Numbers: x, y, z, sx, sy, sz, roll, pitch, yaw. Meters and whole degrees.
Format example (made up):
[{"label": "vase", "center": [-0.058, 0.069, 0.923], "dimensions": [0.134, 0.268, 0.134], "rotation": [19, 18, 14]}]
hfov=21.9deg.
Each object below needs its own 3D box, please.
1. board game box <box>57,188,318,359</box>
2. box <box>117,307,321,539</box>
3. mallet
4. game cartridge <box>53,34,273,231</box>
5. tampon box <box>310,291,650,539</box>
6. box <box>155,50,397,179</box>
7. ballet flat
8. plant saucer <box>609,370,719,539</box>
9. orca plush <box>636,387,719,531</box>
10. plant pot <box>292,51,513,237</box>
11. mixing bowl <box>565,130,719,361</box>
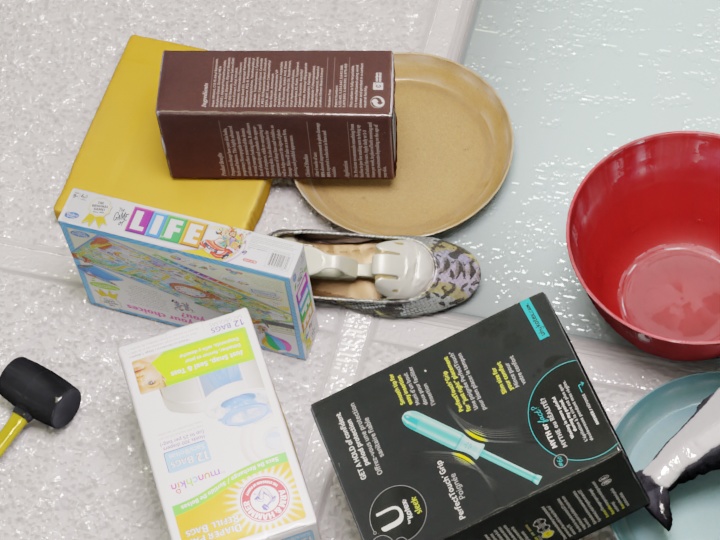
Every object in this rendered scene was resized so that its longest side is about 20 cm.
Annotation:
[{"label": "board game box", "center": [-0.139, 0.004, 1.524], "dimensions": [0.200, 0.135, 0.034], "rotation": [14, 61, 12]}, {"label": "box", "center": [-0.107, 0.149, 1.452], "dimensions": [0.112, 0.101, 0.200], "rotation": [-17, 59, -5]}, {"label": "mallet", "center": [-0.298, 0.164, 1.500], "dimensions": [0.066, 0.041, 0.200], "rotation": [20, 66, 19]}, {"label": "game cartridge", "center": [-0.157, -0.110, 1.659], "dimensions": [0.176, 0.032, 0.200], "rotation": [13, 63, 12]}, {"label": "tampon box", "center": [0.091, 0.140, 1.405], "dimensions": [0.200, 0.126, 0.150], "rotation": [-26, 59, 6]}, {"label": "box", "center": [-0.069, -0.132, 1.590], "dimensions": [0.199, 0.100, 0.075], "rotation": [0, 59, 2]}, {"label": "ballet flat", "center": [0.000, 0.000, 1.552], "dimensions": [0.200, 0.072, 0.072], "rotation": [3, 59, 7]}, {"label": "plant saucer", "center": [0.287, 0.173, 1.450], "dimensions": [0.200, 0.027, 0.201], "rotation": [-2, 58, 3]}, {"label": "orca plush", "center": [0.304, 0.127, 1.422], "dimensions": [0.200, 0.071, 0.105], "rotation": [-47, 21, -5]}, {"label": "plant pot", "center": [0.036, -0.106, 1.640], "dimensions": [0.199, 0.028, 0.200], "rotation": [-2, 58, 4]}, {"label": "mixing bowl", "center": [0.265, -0.002, 1.510], "dimensions": [0.200, 0.108, 0.201], "rotation": [-2, 58, 3]}]
